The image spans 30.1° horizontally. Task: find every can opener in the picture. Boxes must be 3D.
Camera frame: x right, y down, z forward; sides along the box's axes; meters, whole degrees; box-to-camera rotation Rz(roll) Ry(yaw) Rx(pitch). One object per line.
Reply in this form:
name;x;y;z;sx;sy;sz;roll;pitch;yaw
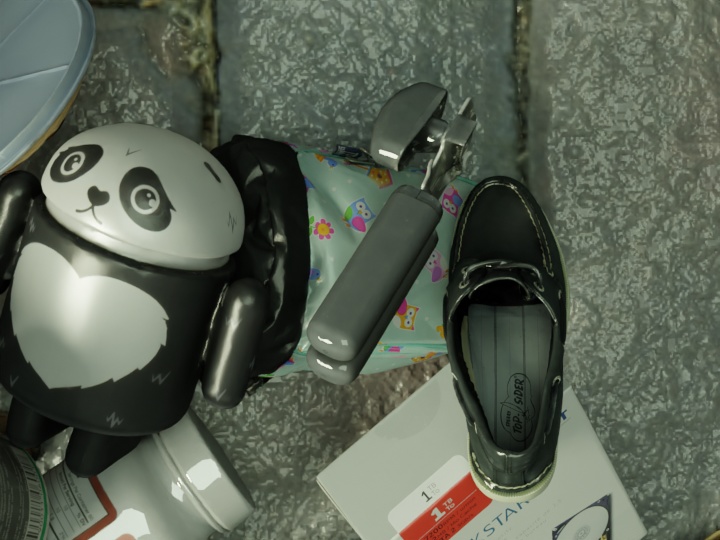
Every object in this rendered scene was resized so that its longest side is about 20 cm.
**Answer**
can opener;0.012;-0.029;0.779;0.066;0.054;0.201;25;59;13

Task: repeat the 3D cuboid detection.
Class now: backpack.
backpack;0.000;0.000;0.859;0.199;0.126;0.169;5;87;-33

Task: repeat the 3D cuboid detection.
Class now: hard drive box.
hard drive box;0.085;0.153;0.874;0.156;0.077;0.200;-40;136;-5

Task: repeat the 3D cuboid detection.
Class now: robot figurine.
robot figurine;-0.142;0.016;0.773;0.149;0.125;0.202;12;108;-26

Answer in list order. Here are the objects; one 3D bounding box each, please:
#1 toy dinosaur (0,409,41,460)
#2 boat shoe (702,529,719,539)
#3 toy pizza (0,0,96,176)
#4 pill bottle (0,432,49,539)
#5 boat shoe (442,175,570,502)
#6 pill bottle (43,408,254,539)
toy dinosaur;-0.315;0.089;0.865;0.198;0.086;0.137;0;100;-3
boat shoe;0.200;0.239;0.957;0.198;0.072;0.069;-17;92;-16
toy pizza;-0.241;-0.098;0.822;0.200;0.200;0.032;-39;132;-4
pill bottle;-0.249;0.125;0.716;0.112;0.200;0.114;-2;74;6
boat shoe;0.083;0.027;0.772;0.074;0.066;0.201;2;68;10
pill bottle;-0.172;0.178;0.865;0.199;0.112;0.113;-34;98;-5
